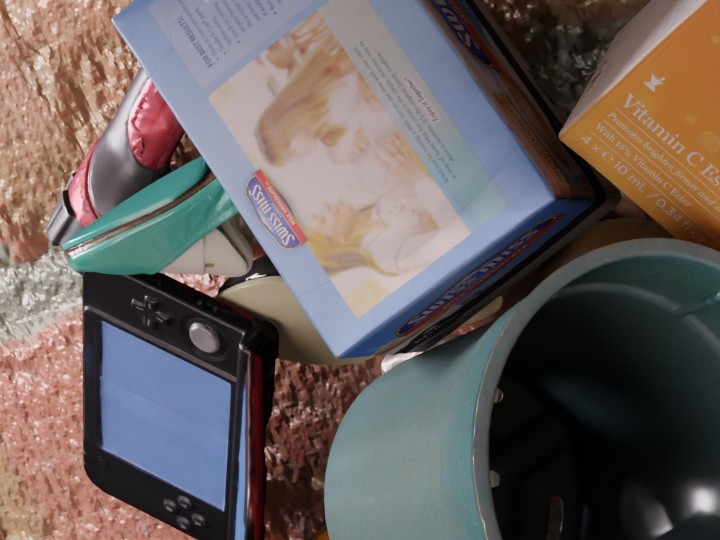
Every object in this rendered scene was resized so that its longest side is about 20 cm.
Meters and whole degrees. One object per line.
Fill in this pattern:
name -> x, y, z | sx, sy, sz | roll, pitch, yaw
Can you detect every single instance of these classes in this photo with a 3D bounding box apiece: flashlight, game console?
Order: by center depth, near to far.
flashlight -> -0.103, -0.079, 1.418 | 0.068, 0.068, 0.200 | 31, 130, -5
game console -> -0.105, 0.117, 1.443 | 0.172, 0.119, 0.200 | 25, 139, 17

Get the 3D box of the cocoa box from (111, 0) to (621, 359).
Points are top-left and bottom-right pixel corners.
cocoa box -> 0.004, -0.075, 1.250 | 0.133, 0.131, 0.200 | -37, 79, 15

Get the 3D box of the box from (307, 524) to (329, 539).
box -> 0.038, 0.227, 1.503 | 0.200, 0.041, 0.119 | 48, 132, 1

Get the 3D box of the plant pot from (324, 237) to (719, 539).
plant pot -> 0.091, 0.100, 1.218 | 0.200, 0.200, 0.196 | 59, 152, -6

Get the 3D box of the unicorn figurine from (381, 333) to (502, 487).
unicorn figurine -> 0.045, 0.106, 1.395 | 0.137, 0.074, 0.200 | -25, 99, 53

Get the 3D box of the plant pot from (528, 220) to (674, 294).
plant pot -> 0.148, 0.073, 1.311 | 0.200, 0.027, 0.200 | 29, 132, 37

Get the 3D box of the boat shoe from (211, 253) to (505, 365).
boat shoe -> 0.002, 0.002, 1.393 | 0.201, 0.063, 0.074 | -16, 134, 41

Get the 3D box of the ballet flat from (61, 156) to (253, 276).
ballet flat -> -0.062, -0.038, 1.373 | 0.200, 0.067, 0.070 | -34, 100, 13

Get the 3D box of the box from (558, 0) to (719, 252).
box -> 0.204, -0.098, 1.158 | 0.124, 0.098, 0.200 | 40, 131, -7
